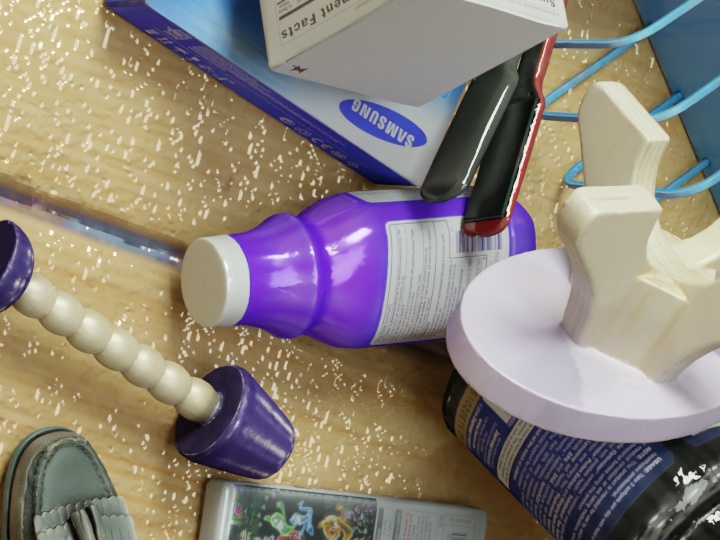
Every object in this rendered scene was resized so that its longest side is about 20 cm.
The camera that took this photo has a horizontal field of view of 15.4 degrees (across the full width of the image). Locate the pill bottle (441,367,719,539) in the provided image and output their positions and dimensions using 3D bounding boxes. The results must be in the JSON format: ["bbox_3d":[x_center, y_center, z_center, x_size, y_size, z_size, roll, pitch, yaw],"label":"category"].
[{"bbox_3d":[0.146,0.108,1.441,0.112,0.200,0.112,-33,151,-21],"label":"pill bottle"}]

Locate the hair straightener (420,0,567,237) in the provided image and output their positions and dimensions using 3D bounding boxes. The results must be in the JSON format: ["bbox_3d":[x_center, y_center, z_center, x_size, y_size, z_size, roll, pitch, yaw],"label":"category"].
[{"bbox_3d":[0.075,-0.121,1.422,0.077,0.041,0.200,34,69,-33],"label":"hair straightener"}]

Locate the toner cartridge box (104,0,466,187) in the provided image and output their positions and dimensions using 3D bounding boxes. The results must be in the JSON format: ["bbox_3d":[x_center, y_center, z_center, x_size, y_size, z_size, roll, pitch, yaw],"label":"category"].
[{"bbox_3d":[-0.031,-0.131,1.412,0.200,0.043,0.095,32,76,-33],"label":"toner cartridge box"}]

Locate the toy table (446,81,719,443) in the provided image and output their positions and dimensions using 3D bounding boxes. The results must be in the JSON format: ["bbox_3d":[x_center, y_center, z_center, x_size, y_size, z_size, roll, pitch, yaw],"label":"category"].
[{"bbox_3d":[0.150,0.004,1.375,0.200,0.184,0.117,-18,145,-49],"label":"toy table"}]

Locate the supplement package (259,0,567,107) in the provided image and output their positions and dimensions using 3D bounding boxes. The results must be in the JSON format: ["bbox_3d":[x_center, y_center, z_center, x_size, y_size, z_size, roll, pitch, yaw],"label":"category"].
[{"bbox_3d":[0.015,-0.201,1.351,0.109,0.114,0.200,10,64,-43],"label":"supplement package"}]

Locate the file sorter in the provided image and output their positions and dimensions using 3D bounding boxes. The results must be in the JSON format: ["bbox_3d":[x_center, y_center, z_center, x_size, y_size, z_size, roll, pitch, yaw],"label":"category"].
[{"bbox_3d":[0.189,-0.075,1.518,0.123,0.139,0.200,-35,112,-25],"label":"file sorter"}]

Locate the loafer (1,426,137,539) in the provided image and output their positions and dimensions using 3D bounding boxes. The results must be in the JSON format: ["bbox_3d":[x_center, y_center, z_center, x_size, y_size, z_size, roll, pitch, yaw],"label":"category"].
[{"bbox_3d":[-0.132,0.178,1.348,0.072,0.063,0.200,-12,100,-34],"label":"loafer"}]

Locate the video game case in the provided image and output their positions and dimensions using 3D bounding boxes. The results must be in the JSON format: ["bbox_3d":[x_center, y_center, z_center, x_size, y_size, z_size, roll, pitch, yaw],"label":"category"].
[{"bbox_3d":[-0.019,0.220,1.457,0.182,0.023,0.200,10,88,-36],"label":"video game case"}]

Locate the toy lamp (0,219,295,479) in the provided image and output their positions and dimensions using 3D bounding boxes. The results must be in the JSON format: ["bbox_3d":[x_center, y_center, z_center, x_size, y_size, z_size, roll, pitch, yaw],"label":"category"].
[{"bbox_3d":[-0.115,0.047,1.356,0.200,0.058,0.058,33,74,-30],"label":"toy lamp"}]

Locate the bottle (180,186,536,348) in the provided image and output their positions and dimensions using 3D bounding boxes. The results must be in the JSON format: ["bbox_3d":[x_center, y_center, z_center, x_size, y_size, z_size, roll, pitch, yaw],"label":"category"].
[{"bbox_3d":[0.000,0.000,1.427,0.200,0.065,0.084,-5,110,-35],"label":"bottle"}]
